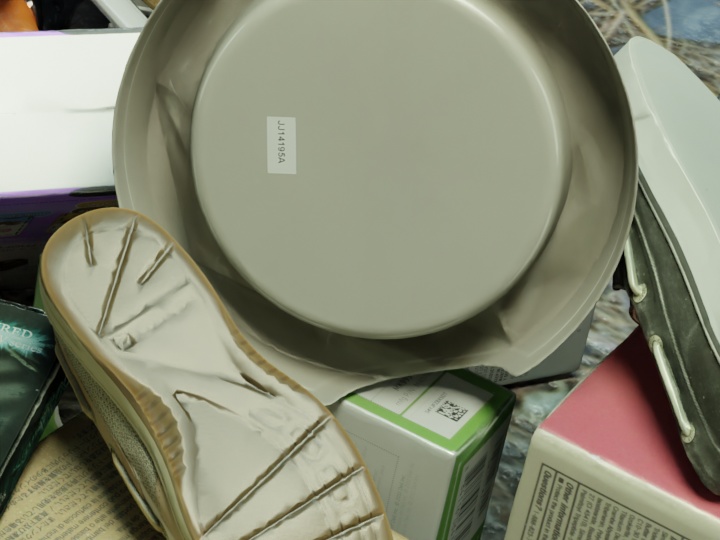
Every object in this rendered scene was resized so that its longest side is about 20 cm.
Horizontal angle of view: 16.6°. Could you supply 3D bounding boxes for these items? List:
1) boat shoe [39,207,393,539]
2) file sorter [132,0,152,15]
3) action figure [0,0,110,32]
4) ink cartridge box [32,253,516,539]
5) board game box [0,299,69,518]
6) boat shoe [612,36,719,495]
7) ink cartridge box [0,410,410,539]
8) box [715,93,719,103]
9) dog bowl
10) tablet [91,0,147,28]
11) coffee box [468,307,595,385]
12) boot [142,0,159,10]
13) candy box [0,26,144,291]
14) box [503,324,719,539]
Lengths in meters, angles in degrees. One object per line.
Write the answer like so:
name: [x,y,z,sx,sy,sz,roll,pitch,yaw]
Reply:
boat shoe: [-0.054,0.069,0.910,0.072,0.065,0.200,-30,70,-23]
file sorter: [-0.026,-0.220,1.392,0.199,0.139,0.125,9,47,-3]
action figure: [-0.154,-0.116,1.239,0.199,0.105,0.193,22,7,7]
ink cartridge box: [-0.042,0.063,1.027,0.199,0.104,0.059,24,35,19]
board game box: [-0.220,0.043,0.930,0.199,0.028,0.136,15,39,6]
boat shoe: [0.124,-0.006,0.954,0.071,0.064,0.201,24,38,-36]
ink cartridge box: [-0.088,0.144,0.921,0.164,0.075,0.200,29,37,22]
box: [0.236,0.024,1.063,0.196,0.200,0.124,31,80,25]
dog bowl: [0.008,-0.048,0.945,0.199,0.201,0.059,15,18,5]
tablet: [-0.104,-0.114,1.230,0.200,0.014,0.130,48,2,23]
coffee box: [0.000,0.000,1.152,0.199,0.080,0.114,-9,38,-28]
boot: [-0.012,-0.140,1.303,0.200,0.066,0.175,42,40,4]
candy box: [-0.172,-0.040,1.061,0.167,0.200,0.072,-5,79,-23]
box: [0.162,0.129,0.970,0.199,0.128,0.109,27,36,20]
